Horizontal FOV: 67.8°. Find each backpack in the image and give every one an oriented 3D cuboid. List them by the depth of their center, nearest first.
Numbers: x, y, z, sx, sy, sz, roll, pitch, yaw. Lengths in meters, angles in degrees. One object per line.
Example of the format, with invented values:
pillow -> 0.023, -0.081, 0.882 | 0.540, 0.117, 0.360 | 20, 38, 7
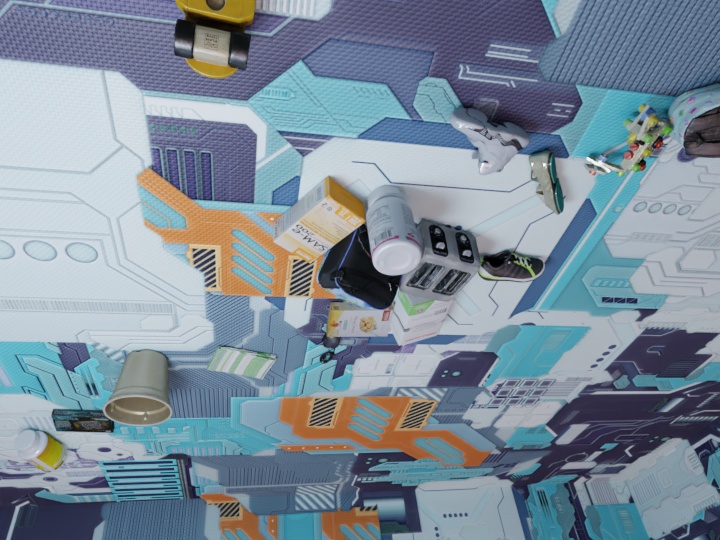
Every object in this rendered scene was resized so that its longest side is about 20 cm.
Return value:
backpack -> 0.778, -0.327, 1.158 | 0.199, 0.127, 0.168 | -13, 128, 8
backpack -> 0.000, 0.000, 1.373 | 0.200, 0.184, 0.147 | 33, 161, -32

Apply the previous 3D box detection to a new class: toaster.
toaster -> 0.194, -0.019, 1.431 | 0.180, 0.119, 0.200 | 14, 135, -22

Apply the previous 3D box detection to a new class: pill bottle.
pill bottle -> 0.073, -0.098, 1.255 | 0.112, 0.201, 0.114 | -4, 140, -4
pill bottle -> -1.217, 0.683, 2.036 | 0.108, 0.110, 0.201 | -9, 140, 2

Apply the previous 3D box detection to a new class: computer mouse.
computer mouse -> -0.104, 0.264, 1.777 | 0.058, 0.034, 0.201 | 1, 142, -13

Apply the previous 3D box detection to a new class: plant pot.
plant pot -> -0.684, 0.360, 1.684 | 0.199, 0.184, 0.201 | -4, 140, -4

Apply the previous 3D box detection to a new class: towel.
towel -> -0.399, 0.312, 1.798 | 0.199, 0.024, 0.153 | 14, 136, -24

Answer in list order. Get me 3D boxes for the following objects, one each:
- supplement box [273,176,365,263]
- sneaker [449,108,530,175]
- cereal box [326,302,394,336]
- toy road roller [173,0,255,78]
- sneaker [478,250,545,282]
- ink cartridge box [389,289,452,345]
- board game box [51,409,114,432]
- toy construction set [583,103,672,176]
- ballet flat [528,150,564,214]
supplement box -> -0.102, -0.118, 1.303 | 0.200, 0.074, 0.126 | -35, 132, 29
sneaker -> 0.265, -0.276, 1.174 | 0.199, 0.075, 0.115 | 9, 134, -24
cereal box -> -0.002, 0.153, 1.662 | 0.198, 0.040, 0.144 | 1, 139, -9
toy road roller -> -0.244, -0.431, 0.903 | 0.122, 0.146, 0.202 | 6, 101, -15
sneaker -> 0.428, -0.015, 1.509 | 0.198, 0.072, 0.083 | -6, 139, -2
ink cartridge box -> 0.178, 0.121, 1.593 | 0.145, 0.084, 0.201 | -13, 142, -20
board game box -> -1.024, 0.558, 1.983 | 0.198, 0.028, 0.136 | 7, 137, -15
toy construction set -> 0.612, -0.279, 1.213 | 0.130, 0.093, 0.200 | -12, 155, -34
ballet flat -> 0.450, -0.214, 1.302 | 0.062, 0.068, 0.200 | 3, 144, 32
